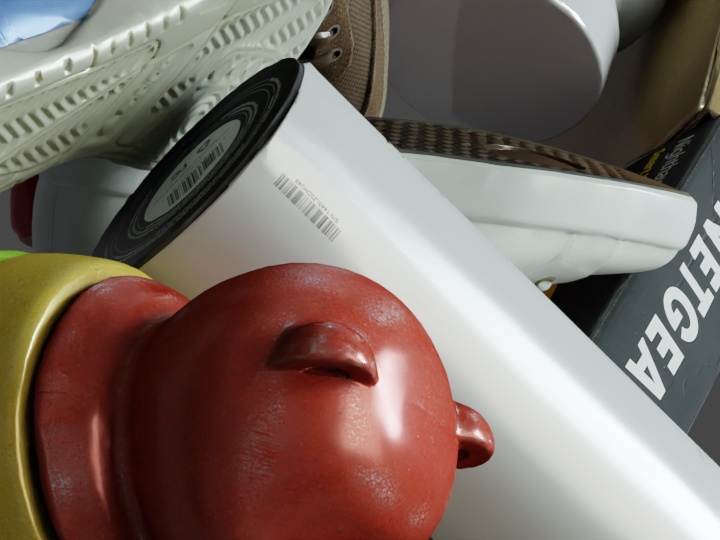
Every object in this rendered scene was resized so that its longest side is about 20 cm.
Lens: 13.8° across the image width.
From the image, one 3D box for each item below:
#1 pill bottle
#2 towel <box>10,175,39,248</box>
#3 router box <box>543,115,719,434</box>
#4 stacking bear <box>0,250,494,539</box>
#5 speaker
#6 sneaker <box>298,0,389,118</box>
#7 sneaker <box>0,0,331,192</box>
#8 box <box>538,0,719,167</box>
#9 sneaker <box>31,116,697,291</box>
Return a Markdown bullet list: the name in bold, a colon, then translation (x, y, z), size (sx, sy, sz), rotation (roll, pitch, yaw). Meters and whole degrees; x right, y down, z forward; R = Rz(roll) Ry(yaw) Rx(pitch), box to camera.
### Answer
- **pill bottle**: translation (0.068, -0.144, 1.087), size (0.112, 0.112, 0.200), rotation (56, 39, -37)
- **towel**: translation (-0.068, -0.095, 0.924), size (0.145, 0.022, 0.201), rotation (13, 69, -57)
- **router box**: translation (0.043, 0.042, 0.942), size (0.051, 0.149, 0.200), rotation (54, 36, -13)
- **stacking bear**: translation (-0.070, 0.048, 0.693), size (0.121, 0.200, 0.114), rotation (43, 46, -47)
- **speaker**: translation (0.027, 0.040, 0.770), size (0.200, 0.081, 0.081), rotation (44, 41, -16)
- **sneaker**: translation (-0.037, -0.100, 0.850), size (0.076, 0.070, 0.200), rotation (-85, 164, -55)
- **sneaker**: translation (-0.099, -0.075, 0.761), size (0.111, 0.077, 0.200), rotation (45, 41, 17)
- **box**: translation (0.106, -0.080, 1.103), size (0.021, 0.164, 0.200), rotation (29, 48, -12)
- **sneaker**: translation (0.000, 0.000, 0.866), size (0.199, 0.073, 0.085), rotation (2, 101, -18)
